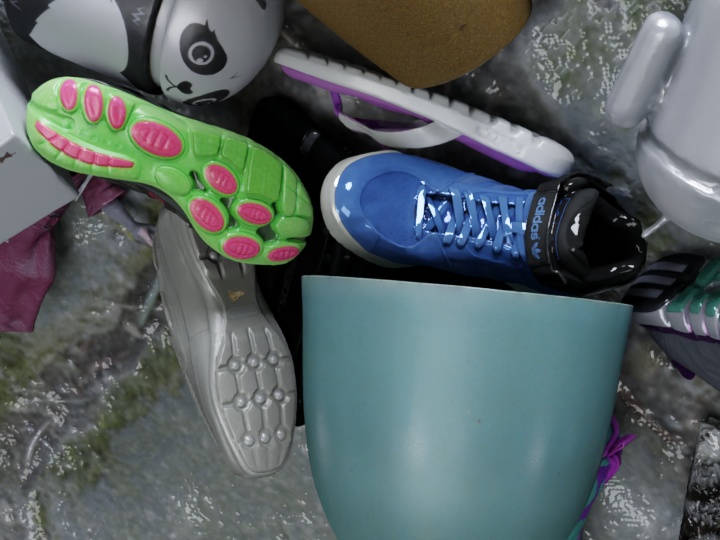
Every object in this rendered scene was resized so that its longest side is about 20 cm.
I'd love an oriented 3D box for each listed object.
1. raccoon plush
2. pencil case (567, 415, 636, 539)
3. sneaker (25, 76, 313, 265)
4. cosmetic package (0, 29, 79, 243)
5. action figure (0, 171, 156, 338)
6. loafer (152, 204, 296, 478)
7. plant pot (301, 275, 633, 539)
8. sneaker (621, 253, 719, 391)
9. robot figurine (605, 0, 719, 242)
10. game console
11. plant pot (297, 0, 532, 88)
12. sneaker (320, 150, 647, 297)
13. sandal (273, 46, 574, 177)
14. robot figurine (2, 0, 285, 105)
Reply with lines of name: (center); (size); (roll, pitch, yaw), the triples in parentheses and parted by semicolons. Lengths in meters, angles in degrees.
raccoon plush: (0.271, 0.207, 1.185); (0.133, 0.097, 0.201); (10, 116, 9)
pencil case: (0.120, 0.182, 1.232); (0.092, 0.085, 0.201); (22, 120, 25)
sneaker: (-0.116, -0.072, 1.154); (0.199, 0.084, 0.077); (30, 101, -16)
cosmetic package: (-0.266, -0.126, 1.176); (0.071, 0.101, 0.200); (-31, 65, 4)
action figure: (-0.230, -0.051, 1.279); (0.200, 0.134, 0.149); (-49, 47, 19)
loafer: (-0.094, 0.044, 1.218); (0.070, 0.070, 0.201); (-32, 67, 53)
plant pot: (0.057, 0.092, 1.089); (0.200, 0.200, 0.162); (5, 89, 20)
sneaker: (0.245, 0.040, 1.091); (0.088, 0.074, 0.200); (54, 163, -21)
robot figurine: (0.228, -0.098, 1.043); (0.169, 0.113, 0.201); (13, 120, -11)
game console: (0.000, 0.000, 1.236); (0.176, 0.116, 0.201); (40, 126, 36)
plant pot: (0.012, -0.212, 1.056); (0.186, 0.187, 0.200); (-19, 120, 28)
sneaker: (0.082, -0.030, 1.089); (0.199, 0.077, 0.111); (19, 164, -29)
sandal: (0.033, -0.090, 1.138); (0.202, 0.082, 0.050); (21, 95, 10)
robot figurine: (-0.146, -0.180, 1.147); (0.199, 0.150, 0.125); (23, 107, 11)
